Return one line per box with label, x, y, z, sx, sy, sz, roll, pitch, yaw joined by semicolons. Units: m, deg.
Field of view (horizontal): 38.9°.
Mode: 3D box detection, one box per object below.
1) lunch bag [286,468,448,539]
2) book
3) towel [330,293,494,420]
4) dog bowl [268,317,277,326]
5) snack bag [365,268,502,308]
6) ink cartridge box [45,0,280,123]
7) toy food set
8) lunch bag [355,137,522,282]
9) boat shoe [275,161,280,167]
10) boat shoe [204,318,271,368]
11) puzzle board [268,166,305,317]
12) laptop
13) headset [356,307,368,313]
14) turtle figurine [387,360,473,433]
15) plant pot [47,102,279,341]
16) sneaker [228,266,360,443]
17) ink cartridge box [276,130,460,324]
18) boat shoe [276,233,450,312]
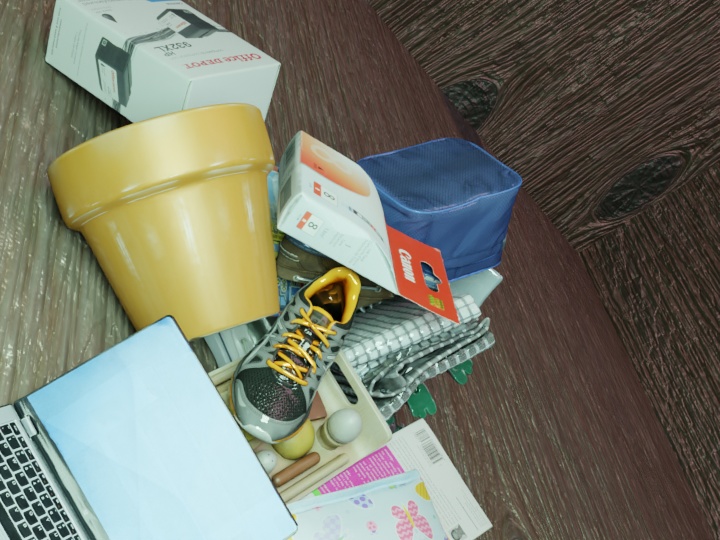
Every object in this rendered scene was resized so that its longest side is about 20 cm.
lunch bag;-0.018;0.273;0.829;0.199;0.127;0.170;-6;58;-40
book;0.027;0.238;1.001;0.199;0.048;0.134;-19;70;-44
towel;0.038;0.087;1.115;0.086;0.165;0.200;69;-19;-8
dog bowl;-0.114;-0.017;1.176;0.200;0.074;0.200;49;18;-22
snack bag;0.067;0.010;1.330;0.200;0.189;0.021;35;36;5
ink cartridge box;-0.208;-0.220;1.079;0.200;0.084;0.145;35;33;22
toy food set;-0.074;0.136;0.932;0.200;0.060;0.144;-24;79;-45
lunch bag;0.074;-0.054;1.172;0.199;0.133;0.136;-16;41;-30
boat shoe;-0.075;-0.070;1.131;0.091;0.071;0.200;52;18;-9
boat shoe;-0.103;0.088;1.027;0.201;0.067;0.074;57;18;2
puzzle board;-0.059;-0.025;1.080;0.200;0.017;0.152;10;82;-67
laptop;-0.168;0.148;0.675;0.188;0.116;0.200;57;18;7
headset;-0.012;-0.018;1.285;0.094;0.123;0.201;-111;-165;-47
turtle figurine;0.059;0.145;1.277;0.100;0.150;0.200;33;-18;-9
plant pot;-0.158;-0.030;0.925;0.184;0.199;0.200;72;19;1
sneaker;-0.055;0.069;0.916;0.078;0.077;0.200;31;44;-6
ink cartridge box;0.015;-0.044;0.981;0.199;0.050;0.162;26;23;-16
boat shoe;0.000;0.000;1.043;0.199;0.073;0.072;19;21;-29
